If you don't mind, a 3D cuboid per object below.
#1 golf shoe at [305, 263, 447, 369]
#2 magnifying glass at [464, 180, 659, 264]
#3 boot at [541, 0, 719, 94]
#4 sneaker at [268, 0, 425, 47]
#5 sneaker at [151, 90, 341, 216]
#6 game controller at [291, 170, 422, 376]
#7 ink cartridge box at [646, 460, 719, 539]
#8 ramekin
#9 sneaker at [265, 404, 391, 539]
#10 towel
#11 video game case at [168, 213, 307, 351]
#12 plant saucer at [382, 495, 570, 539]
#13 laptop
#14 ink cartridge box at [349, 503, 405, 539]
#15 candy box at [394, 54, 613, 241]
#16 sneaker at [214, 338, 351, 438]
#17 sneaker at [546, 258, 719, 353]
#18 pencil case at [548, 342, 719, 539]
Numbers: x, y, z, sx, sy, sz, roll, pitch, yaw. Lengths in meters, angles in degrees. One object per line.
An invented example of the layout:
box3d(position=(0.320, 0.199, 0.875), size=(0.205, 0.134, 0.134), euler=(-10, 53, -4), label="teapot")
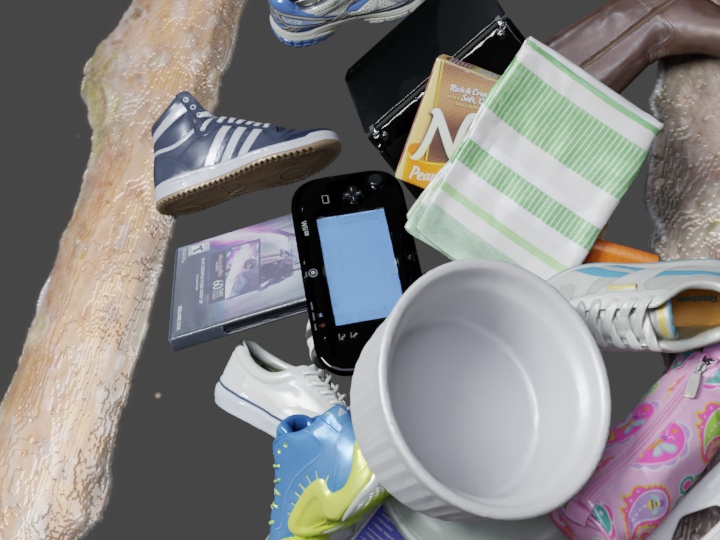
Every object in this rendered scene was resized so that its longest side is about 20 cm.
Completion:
box3d(position=(0.047, 0.051, 1.119), size=(0.198, 0.073, 0.093), euler=(-11, 35, 14), label="golf shoe")
box3d(position=(0.167, -0.028, 1.106), size=(0.198, 0.022, 0.080), euler=(17, 112, 9), label="magnifying glass")
box3d(position=(0.271, -0.185, 1.175), size=(0.199, 0.064, 0.187), euler=(-38, 67, 2), label="boot")
box3d(position=(-0.005, -0.296, 1.268), size=(0.198, 0.085, 0.078), euler=(-24, 66, 3), label="sneaker")
box3d(position=(-0.122, -0.135, 1.245), size=(0.198, 0.070, 0.110), euler=(-17, 69, 10), label="sneaker")
box3d(position=(0.000, 0.000, 1.083), size=(0.103, 0.042, 0.202), euler=(-4, 58, -11), label="game controller")
box3d(position=(0.315, 0.261, 1.003), size=(0.200, 0.045, 0.176), euler=(-42, 67, -4), label="ink cartridge box")
box3d(position=(0.088, 0.102, 0.975), size=(0.198, 0.098, 0.203), euler=(8, 68, -20), label="ramekin")
box3d(position=(-0.043, 0.183, 1.062), size=(0.200, 0.075, 0.106), euler=(-46, 70, 36), label="sneaker")
box3d(position=(0.151, -0.081, 1.076), size=(0.152, 0.023, 0.201), euler=(33, 93, 4), label="towel")
box3d(position=(-0.085, -0.001, 1.178), size=(0.198, 0.019, 0.144), euler=(-17, 36, 8), label="video game case")
box3d(position=(0.111, 0.158, 1.057), size=(0.198, 0.050, 0.202), euler=(3, 63, -5), label="plant saucer")
box3d(position=(0.097, -0.169, 1.210), size=(0.177, 0.103, 0.201), euler=(-39, 90, 17), label="laptop")
box3d(position=(0.029, 0.264, 1.077), size=(0.094, 0.037, 0.201), euler=(36, 84, 22), label="ink cartridge box")
box3d(position=(0.144, -0.106, 1.127), size=(0.198, 0.055, 0.116), euler=(22, 106, 6), label="candy box")
box3d(position=(-0.045, 0.122, 1.120), size=(0.198, 0.073, 0.072), euler=(22, 102, 21), label="sneaker")
box3d(position=(0.225, 0.034, 1.032), size=(0.198, 0.081, 0.077), euler=(-12, 102, 9), label="sneaker")
box3d(position=(0.242, 0.149, 1.023), size=(0.087, 0.088, 0.200), euler=(39, 70, 23), label="pencil case")
